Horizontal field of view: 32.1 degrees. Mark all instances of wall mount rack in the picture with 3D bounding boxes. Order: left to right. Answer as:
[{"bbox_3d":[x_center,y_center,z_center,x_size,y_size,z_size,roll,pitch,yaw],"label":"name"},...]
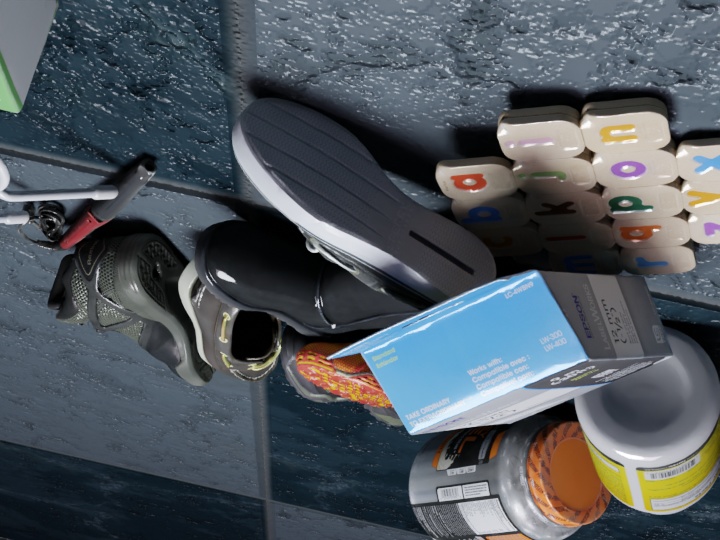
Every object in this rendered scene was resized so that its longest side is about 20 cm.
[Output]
[{"bbox_3d":[-0.281,-0.071,0.888,0.198,0.075,0.174,-9,139,41],"label":"wall mount rack"}]

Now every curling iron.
[{"bbox_3d":[-0.210,-0.049,0.968,0.049,0.026,0.199,25,154,-32],"label":"curling iron"}]

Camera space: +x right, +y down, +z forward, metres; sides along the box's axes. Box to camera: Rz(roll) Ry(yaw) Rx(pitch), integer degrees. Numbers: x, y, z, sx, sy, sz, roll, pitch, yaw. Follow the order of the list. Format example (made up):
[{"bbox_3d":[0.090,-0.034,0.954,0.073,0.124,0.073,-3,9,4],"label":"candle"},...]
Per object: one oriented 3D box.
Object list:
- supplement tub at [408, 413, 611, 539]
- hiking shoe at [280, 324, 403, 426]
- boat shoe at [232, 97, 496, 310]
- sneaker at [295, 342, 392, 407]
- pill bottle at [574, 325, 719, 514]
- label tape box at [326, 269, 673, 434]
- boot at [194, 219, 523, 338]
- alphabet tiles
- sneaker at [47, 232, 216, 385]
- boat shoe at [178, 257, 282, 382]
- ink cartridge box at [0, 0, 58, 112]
[{"bbox_3d":[0.149,0.210,1.244,0.122,0.124,0.199,25,154,-27],"label":"supplement tub"},{"bbox_3d":[0.016,0.081,1.105,0.100,0.077,0.199,-17,153,36],"label":"hiking shoe"},{"bbox_3d":[-0.007,-0.029,0.806,0.199,0.073,0.071,38,147,-13],"label":"boat shoe"},{"bbox_3d":[0.041,0.075,1.041,0.197,0.078,0.073,7,166,-18],"label":"sneaker"},{"bbox_3d":[0.241,0.132,1.029,0.111,0.114,0.200,5,156,19],"label":"pill bottle"},{"bbox_3d":[0.095,0.055,0.813,0.142,0.067,0.199,-27,165,32],"label":"label tape box"},{"bbox_3d":[0.001,0.000,0.915,0.198,0.067,0.164,-4,160,41],"label":"boot"},{"bbox_3d":[0.153,-0.046,0.785,0.193,0.015,0.200,-4,153,19],"label":"alphabet tiles"},{"bbox_3d":[-0.194,0.033,1.088,0.113,0.077,0.200,5,153,23],"label":"sneaker"},{"bbox_3d":[-0.100,0.053,1.065,0.060,0.072,0.202,39,165,24],"label":"boat shoe"},{"bbox_3d":[-0.274,-0.170,0.651,0.197,0.085,0.146,11,157,3],"label":"ink cartridge box"}]
